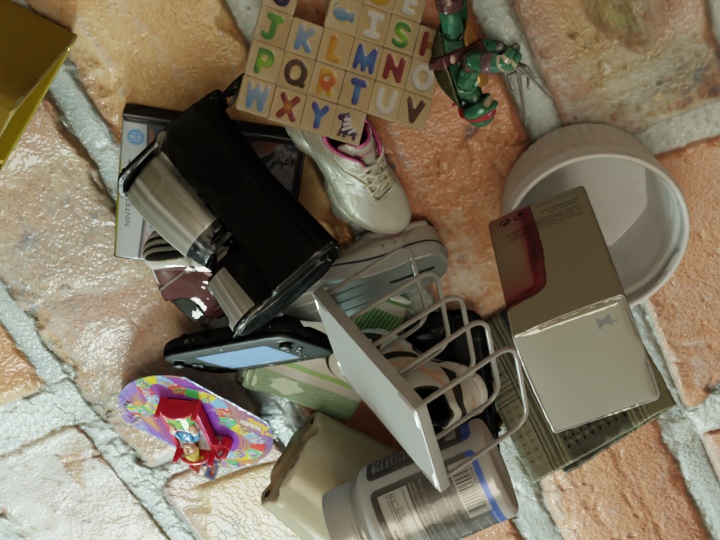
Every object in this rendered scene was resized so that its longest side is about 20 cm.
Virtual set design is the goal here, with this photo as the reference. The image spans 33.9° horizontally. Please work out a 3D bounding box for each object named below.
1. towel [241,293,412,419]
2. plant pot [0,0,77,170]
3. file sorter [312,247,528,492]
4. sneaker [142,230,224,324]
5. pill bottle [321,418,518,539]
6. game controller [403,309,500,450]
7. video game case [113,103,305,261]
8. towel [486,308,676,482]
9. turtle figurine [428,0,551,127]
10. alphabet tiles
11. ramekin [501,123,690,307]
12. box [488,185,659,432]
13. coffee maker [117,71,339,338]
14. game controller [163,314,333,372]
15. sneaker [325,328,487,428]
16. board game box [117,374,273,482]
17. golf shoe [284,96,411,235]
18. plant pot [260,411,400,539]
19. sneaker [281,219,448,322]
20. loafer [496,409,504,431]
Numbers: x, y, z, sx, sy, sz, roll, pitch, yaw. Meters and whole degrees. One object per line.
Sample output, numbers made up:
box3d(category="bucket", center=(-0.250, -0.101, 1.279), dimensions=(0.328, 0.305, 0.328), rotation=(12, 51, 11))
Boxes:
box3d(category="towel", center=(-0.041, 0.084, 1.405), dimensions=(0.151, 0.024, 0.202), rotation=(19, 121, -13))
box3d(category="plant pot", center=(-0.427, -0.177, 1.142), dimensions=(0.199, 0.195, 0.196), rotation=(32, 118, -13))
box3d(category="file sorter", center=(0.063, 0.092, 1.220), dimensions=(0.124, 0.200, 0.140), rotation=(-32, 136, -14))
box3d(category="sneaker", center=(-0.134, 0.005, 1.305), dimensions=(0.197, 0.076, 0.117), rotation=(0, 133, 7))
box3d(category="pill bottle", center=(0.064, 0.252, 1.300), dimensions=(0.198, 0.114, 0.115), rotation=(-24, 120, 10))
box3d(category="game controller", center=(0.105, 0.148, 1.379), dimensions=(0.103, 0.042, 0.203), rotation=(-7, 88, 32))
box3d(category="video game case", center=(-0.167, -0.082, 1.295), dimensions=(0.197, 0.026, 0.183), rotation=(8, 122, -5))
box3d(category="towel", center=(0.235, 0.117, 1.349), dimensions=(0.191, 0.202, 0.034), rotation=(-32, 157, 18))
box3d(category="turtle figurine", center=(0.112, -0.215, 1.142), dimensions=(0.099, 0.150, 0.202), rotation=(-20, 108, 6))
box3d(category="alphabet tiles", center=(-0.011, -0.212, 1.157), dimensions=(0.197, 0.008, 0.170), rotation=(14, 92, -24))
box3d(category="ramekin", center=(0.242, -0.060, 1.264), dimensions=(0.197, 0.106, 0.203), rotation=(0, 123, 0))
box3d(category="box", center=(0.202, 0.034, 1.142), dimensions=(0.108, 0.201, 0.129), rotation=(-20, 121, 12))
box3d(category="coffee maker", center=(-0.112, -0.067, 1.169), dimensions=(0.192, 0.135, 0.200), rotation=(-44, 84, 19))
box3d(category="game controller", center=(-0.128, 0.090, 1.338), dimensions=(0.198, 0.043, 0.104), rotation=(-11, 150, 36))
box3d(category="sneaker", center=(0.042, 0.121, 1.334), dimensions=(0.198, 0.080, 0.075), rotation=(15, 112, 26))
box3d(category="board game box", center=(-0.204, 0.201, 1.436), dimensions=(0.199, 0.039, 0.158), rotation=(31, 139, -20))
box3d(category="golf shoe", center=(-0.003, -0.109, 1.232), dimensions=(0.075, 0.091, 0.200), rotation=(-48, 119, -14))
box3d(category="plant pot", center=(-0.015, 0.277, 1.445), dimensions=(0.182, 0.201, 0.201), rotation=(33, 118, -8))
box3d(category="sneaker", center=(0.000, 0.000, 1.319), dimensions=(0.197, 0.071, 0.074), rotation=(-15, 134, 0))
box3d(category="loafer", center=(0.147, 0.167, 1.430), dimensions=(0.199, 0.073, 0.073), rotation=(-37, 117, 22))
